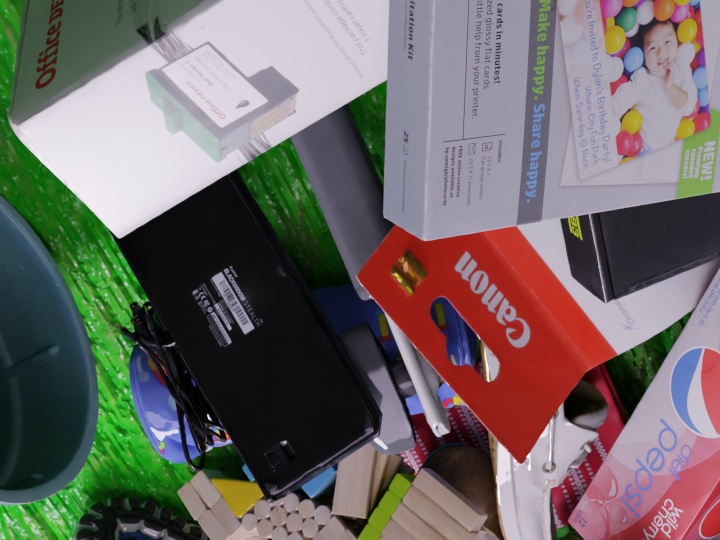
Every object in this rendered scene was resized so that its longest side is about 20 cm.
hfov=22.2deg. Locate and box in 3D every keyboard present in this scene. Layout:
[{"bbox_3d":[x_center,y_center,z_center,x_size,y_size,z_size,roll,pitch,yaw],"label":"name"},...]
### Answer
[{"bbox_3d":[-0.075,0.025,0.985,0.104,0.040,0.200,-32,80,9],"label":"keyboard"}]

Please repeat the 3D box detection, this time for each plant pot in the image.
[{"bbox_3d":[-0.276,0.068,0.971,0.196,0.201,0.200,-30,122,25],"label":"plant pot"}]

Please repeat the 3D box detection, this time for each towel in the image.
[{"bbox_3d":[0.071,0.119,1.121,0.199,0.023,0.145,-19,123,10],"label":"towel"}]

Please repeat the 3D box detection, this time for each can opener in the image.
[{"bbox_3d":[0.000,0.000,0.962,0.066,0.053,0.201,-19,93,5],"label":"can opener"}]

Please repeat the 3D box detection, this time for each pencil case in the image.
[{"bbox_3d":[-0.031,0.056,1.036,0.199,0.078,0.087,-13,130,5],"label":"pencil case"}]

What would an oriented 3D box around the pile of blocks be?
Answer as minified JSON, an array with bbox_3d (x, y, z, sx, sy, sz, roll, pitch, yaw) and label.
[{"bbox_3d":[-0.008,0.138,1.085,0.199,0.082,0.062,8,175,29],"label":"pile of blocks"}]

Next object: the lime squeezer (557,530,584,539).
[{"bbox_3d":[0.120,0.192,1.136,0.071,0.038,0.200,-47,152,7],"label":"lime squeezer"}]

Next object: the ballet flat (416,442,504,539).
[{"bbox_3d":[0.055,0.201,1.119,0.068,0.072,0.201,5,124,-6],"label":"ballet flat"}]

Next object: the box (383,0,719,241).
[{"bbox_3d":[0.107,-0.104,0.815,0.199,0.041,0.157,-10,114,-28],"label":"box"}]

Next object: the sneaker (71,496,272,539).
[{"bbox_3d":[-0.089,0.206,1.148,0.199,0.079,0.089,19,132,-8],"label":"sneaker"}]

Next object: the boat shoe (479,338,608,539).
[{"bbox_3d":[0.107,0.085,1.044,0.069,0.071,0.201,-5,121,5],"label":"boat shoe"}]

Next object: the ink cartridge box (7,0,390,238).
[{"bbox_3d":[-0.060,-0.126,0.869,0.200,0.146,0.084,-29,123,17],"label":"ink cartridge box"}]

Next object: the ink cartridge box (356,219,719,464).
[{"bbox_3d":[0.111,-0.019,0.949,0.200,0.047,0.160,-51,122,-17],"label":"ink cartridge box"}]

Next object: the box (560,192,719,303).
[{"bbox_3d":[0.182,-0.106,0.906,0.199,0.048,0.194,-20,114,-14],"label":"box"}]

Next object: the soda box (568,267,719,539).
[{"bbox_3d":[0.194,0.087,1.012,0.063,0.070,0.200,-10,136,-42],"label":"soda box"}]
